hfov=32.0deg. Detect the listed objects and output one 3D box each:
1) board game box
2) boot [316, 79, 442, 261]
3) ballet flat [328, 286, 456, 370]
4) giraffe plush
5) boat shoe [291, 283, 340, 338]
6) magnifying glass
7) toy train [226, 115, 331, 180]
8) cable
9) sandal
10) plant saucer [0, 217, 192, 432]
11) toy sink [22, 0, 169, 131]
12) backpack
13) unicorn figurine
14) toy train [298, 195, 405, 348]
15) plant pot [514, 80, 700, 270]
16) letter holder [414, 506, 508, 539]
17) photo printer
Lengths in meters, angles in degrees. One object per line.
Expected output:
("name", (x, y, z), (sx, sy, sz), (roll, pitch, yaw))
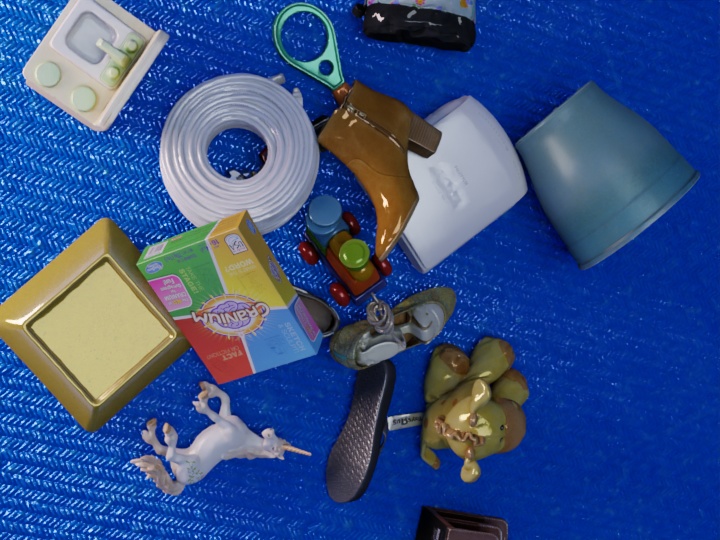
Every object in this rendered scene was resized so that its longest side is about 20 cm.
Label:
("board game box", (-0.158, 0.037, 1.547), (0.152, 0.040, 0.201), (-19, 119, 24))
("boot", (0.007, -0.125, 1.557), (0.143, 0.071, 0.203), (25, 71, -10))
("ballet flat", (0.055, 0.080, 1.646), (0.199, 0.071, 0.071), (-21, 101, -23))
("giraffe plush", (0.150, 0.190, 1.650), (0.199, 0.162, 0.174), (-25, 102, -12))
("boat shoe", (-0.120, 0.038, 1.609), (0.198, 0.068, 0.072), (20, 92, -15))
("magnifying glass", (-0.040, -0.255, 1.622), (0.079, 0.022, 0.201), (-38, 105, -9))
("toy train", (-0.106, -0.142, 1.609), (0.199, 0.034, 0.046), (-33, 100, -10))
("cable", (-0.149, -0.142, 1.554), (0.198, 0.069, 0.202), (-15, 81, -8))
("sandal", (0.011, 0.215, 1.665), (0.043, 0.076, 0.202), (17, 92, -43))
("plant saucer", (-0.324, 0.072, 1.564), (0.200, 0.048, 0.200), (-42, 106, -8))
("toy sink", (-0.312, -0.245, 1.454), (0.112, 0.200, 0.131), (34, 87, -17))
("backpack", (0.089, -0.389, 1.590), (0.165, 0.127, 0.202), (8, 91, -13))
("unicorn figurine", (-0.185, 0.218, 1.614), (0.199, 0.074, 0.138), (-30, 113, 4))
("toy train", (0.000, 0.000, 1.574), (0.084, 0.116, 0.201), (-35, 72, -9))
("plant pot", (0.309, -0.136, 1.652), (0.200, 0.200, 0.188), (-40, 91, -8))
("letter holder", (0.143, 0.440, 1.710), (0.141, 0.100, 0.202), (12, 93, -18))
("photo printer", (0.114, -0.119, 1.655), (0.199, 0.069, 0.167), (-36, 104, -9))
